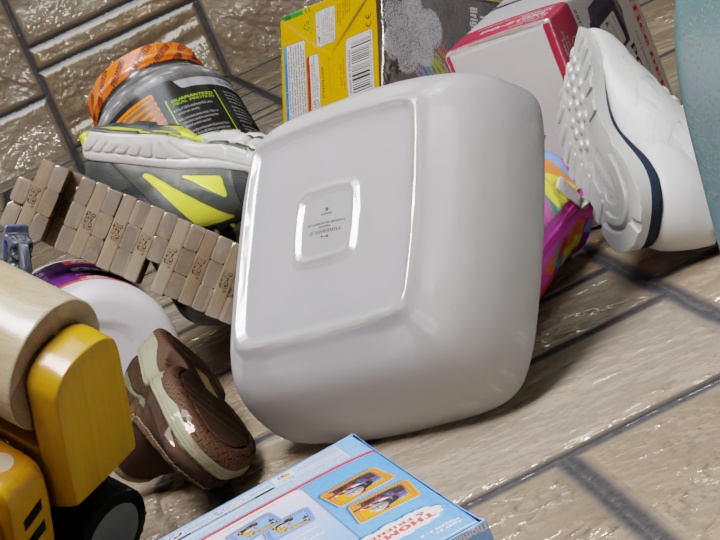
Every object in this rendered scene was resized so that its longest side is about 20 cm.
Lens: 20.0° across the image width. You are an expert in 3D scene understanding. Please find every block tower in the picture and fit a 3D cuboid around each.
[{"bbox_3d":[-0.139,-0.015,1.376,0.058,0.198,0.054,-68,1,-90],"label":"block tower"}]

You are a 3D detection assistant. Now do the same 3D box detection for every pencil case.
[{"bbox_3d":[0.083,-0.012,1.244,0.088,0.089,0.200,-17,15,30],"label":"pencil case"}]

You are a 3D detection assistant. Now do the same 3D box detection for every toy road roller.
[{"bbox_3d":[-0.202,0.104,1.046,0.122,0.201,0.146,23,46,26],"label":"toy road roller"}]

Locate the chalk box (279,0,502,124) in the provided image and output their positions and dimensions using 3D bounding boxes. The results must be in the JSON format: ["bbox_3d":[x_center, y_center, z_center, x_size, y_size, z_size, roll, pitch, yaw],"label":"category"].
[{"bbox_3d":[0.053,-0.132,1.531,0.199,0.126,0.123,5,-12,-39],"label":"chalk box"}]

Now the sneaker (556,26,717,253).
[{"bbox_3d":[0.174,-0.079,1.248,0.080,0.077,0.201,-3,41,-10],"label":"sneaker"}]

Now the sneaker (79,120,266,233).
[{"bbox_3d":[-0.102,-0.054,1.431,0.198,0.085,0.074,9,15,15],"label":"sneaker"}]

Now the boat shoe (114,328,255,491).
[{"bbox_3d":[-0.114,0.100,1.215,0.075,0.075,0.202,-48,13,2],"label":"boat shoe"}]

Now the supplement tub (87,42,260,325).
[{"bbox_3d":[-0.123,-0.069,1.543,0.122,0.201,0.123,-24,-28,-14],"label":"supplement tub"}]

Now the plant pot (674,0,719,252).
[{"bbox_3d":[0.279,-0.129,1.071,0.195,0.201,0.196,-27,13,-16],"label":"plant pot"}]

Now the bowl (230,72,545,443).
[{"bbox_3d":[0.002,-0.014,1.134,0.199,0.202,0.074,-14,-28,40],"label":"bowl"}]

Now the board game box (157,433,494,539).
[{"bbox_3d":[-0.034,0.140,0.929,0.150,0.037,0.200,-27,12,-12],"label":"board game box"}]

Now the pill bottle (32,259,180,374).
[{"bbox_3d":[-0.193,0.053,1.423,0.112,0.113,0.200,-27,13,-11],"label":"pill bottle"}]

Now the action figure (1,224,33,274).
[{"bbox_3d":[-0.254,0.073,1.272,0.104,0.202,0.193,3,15,-23],"label":"action figure"}]

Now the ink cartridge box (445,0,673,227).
[{"bbox_3d":[0.148,-0.125,1.434,0.084,0.146,0.200,-16,15,26],"label":"ink cartridge box"}]
